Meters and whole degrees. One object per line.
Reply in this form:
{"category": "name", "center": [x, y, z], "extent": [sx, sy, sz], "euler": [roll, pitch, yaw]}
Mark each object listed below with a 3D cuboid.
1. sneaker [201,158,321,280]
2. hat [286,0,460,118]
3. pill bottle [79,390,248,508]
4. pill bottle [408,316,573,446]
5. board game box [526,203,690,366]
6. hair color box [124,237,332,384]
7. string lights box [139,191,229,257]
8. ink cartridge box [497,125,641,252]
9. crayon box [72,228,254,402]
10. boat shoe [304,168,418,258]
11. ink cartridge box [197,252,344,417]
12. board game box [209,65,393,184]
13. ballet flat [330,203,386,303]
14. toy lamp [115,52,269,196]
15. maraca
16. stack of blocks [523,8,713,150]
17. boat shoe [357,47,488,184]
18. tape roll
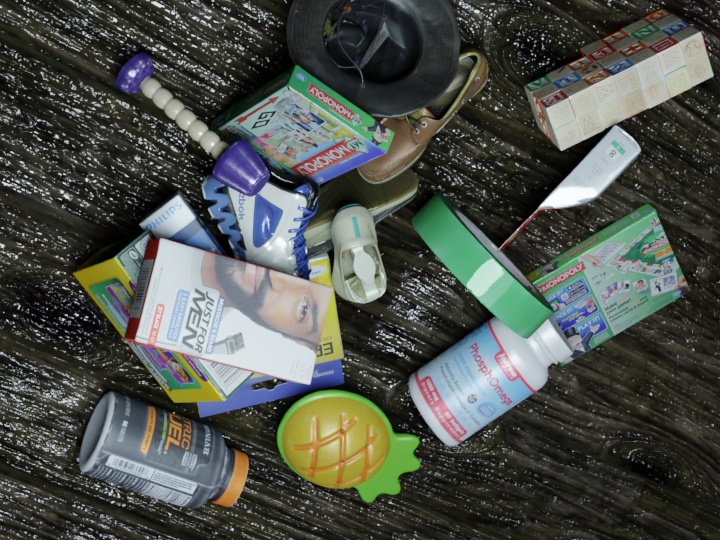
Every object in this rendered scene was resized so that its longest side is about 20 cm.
{"category": "sneaker", "center": [-0.086, -0.041, 1.472], "extent": [0.114, 0.081, 0.201], "euler": [-28, 95, 21]}
{"category": "hat", "center": [0.009, -0.248, 1.471], "extent": [0.198, 0.081, 0.204], "euler": [3, 74, -11]}
{"category": "pill bottle", "center": [-0.240, 0.231, 1.625], "extent": [0.198, 0.106, 0.107], "euler": [23, 107, -22]}
{"category": "pill bottle", "center": [0.166, 0.126, 1.662], "extent": [0.199, 0.109, 0.109], "euler": [-36, 117, 11]}
{"category": "board game box", "center": [0.318, 0.020, 1.705], "extent": [0.198, 0.029, 0.135], "euler": [-30, 116, 1]}
{"category": "hair color box", "center": [-0.140, 0.045, 1.396], "extent": [0.198, 0.064, 0.112], "euler": [16, 83, -22]}
{"category": "string lights box", "center": [-0.171, 0.007, 1.507], "extent": [0.059, 0.103, 0.201], "euler": [-37, 99, -2]}
{"category": "ink cartridge box", "center": [0.252, -0.084, 1.573], "extent": [0.050, 0.161, 0.200], "euler": [42, 99, 6]}
{"category": "crayon box", "center": [-0.226, 0.057, 1.490], "extent": [0.058, 0.172, 0.201], "euler": [-41, 104, -24]}
{"category": "boat shoe", "center": [-0.023, -0.066, 1.570], "extent": [0.199, 0.072, 0.066], "euler": [-23, 142, -10]}
{"category": "ink cartridge box", "center": [-0.122, 0.084, 1.623], "extent": [0.195, 0.047, 0.203], "euler": [-13, 114, -8]}
{"category": "board game box", "center": [-0.071, -0.151, 1.453], "extent": [0.134, 0.199, 0.029], "euler": [32, 64, -22]}
{"category": "ballet flat", "center": [0.000, 0.000, 1.550], "extent": [0.069, 0.070, 0.201], "euler": [-20, 149, -4]}
{"category": "toy lamp", "center": [-0.181, -0.159, 1.439], "extent": [0.200, 0.058, 0.058], "euler": [43, 101, 8]}
{"category": "maraca", "center": [-0.014, 0.226, 1.674], "extent": [0.199, 0.107, 0.138], "euler": [31, 111, -23]}
{"category": "stack of blocks", "center": [0.298, -0.227, 1.543], "extent": [0.198, 0.115, 0.059], "euler": [-26, 117, 0]}
{"category": "boat shoe", "center": [0.066, -0.185, 1.522], "extent": [0.072, 0.068, 0.200], "euler": [43, 93, 5]}
{"category": "tape roll", "center": [0.146, -0.006, 1.557], "extent": [0.048, 0.201, 0.200], "euler": [-45, 115, 9]}
